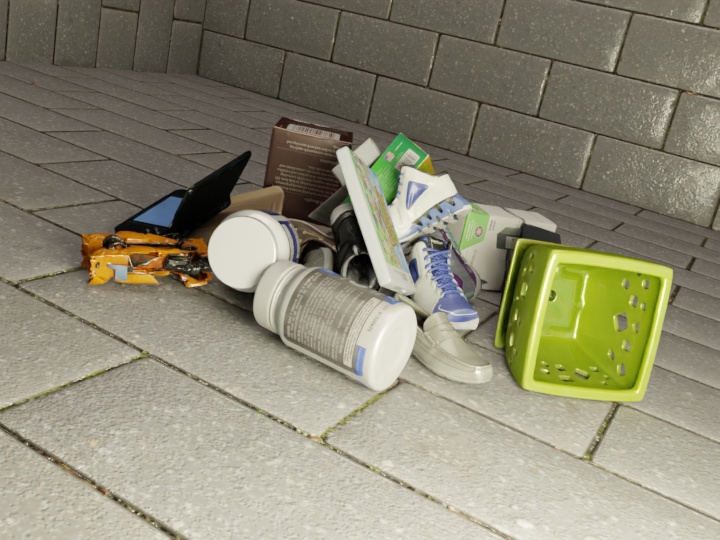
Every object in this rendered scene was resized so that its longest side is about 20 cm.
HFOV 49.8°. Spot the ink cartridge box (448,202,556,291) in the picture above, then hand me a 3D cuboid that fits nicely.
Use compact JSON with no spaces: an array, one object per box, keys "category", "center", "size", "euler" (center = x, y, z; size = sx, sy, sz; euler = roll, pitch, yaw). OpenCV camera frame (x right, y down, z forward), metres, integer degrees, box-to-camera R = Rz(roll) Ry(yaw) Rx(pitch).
[{"category":"ink cartridge box","center":[0.261,-0.043,1.496],"size":[0.196,0.148,0.084],"euler":[6,18,-21]}]

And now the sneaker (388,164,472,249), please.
[{"category":"sneaker","center":[0.077,-0.109,1.290],"size":[0.197,0.117,0.080],"euler":[-25,-13,14]}]

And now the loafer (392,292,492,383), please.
[{"category":"loafer","center":[0.104,0.094,1.082],"size":[0.069,0.071,0.198],"euler":[-4,24,-46]}]

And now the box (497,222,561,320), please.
[{"category":"box","center":[0.299,0.011,1.363],"size":[0.077,0.144,0.200],"euler":[15,18,9]}]

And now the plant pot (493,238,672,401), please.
[{"category":"plant pot","center":[0.309,0.060,1.142],"size":[0.195,0.204,0.182],"euler":[8,12,-13]}]

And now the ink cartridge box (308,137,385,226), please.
[{"category":"ink cartridge box","center":[-0.009,-0.156,1.467],"size":[0.044,0.173,0.200],"euler":[55,12,15]}]

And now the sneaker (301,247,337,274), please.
[{"category":"sneaker","center":[-0.078,0.012,1.204],"size":[0.078,0.076,0.201],"euler":[4,19,-9]}]

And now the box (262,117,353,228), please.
[{"category":"box","center":[-0.111,-0.193,1.598],"size":[0.162,0.204,0.165],"euler":[12,17,-4]}]

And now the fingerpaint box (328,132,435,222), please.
[{"category":"fingerpaint box","center":[0.045,-0.126,1.406],"size":[0.073,0.201,0.167],"euler":[40,-1,17]}]

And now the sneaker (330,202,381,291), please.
[{"category":"sneaker","center":[0.000,0.000,1.198],"size":[0.074,0.202,0.115],"euler":[-13,48,2]}]

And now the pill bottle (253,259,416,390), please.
[{"category":"pill bottle","center":[-0.036,0.064,1.000],"size":[0.197,0.116,0.113],"euler":[23,20,28]}]

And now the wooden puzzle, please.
[{"category":"wooden puzzle","center":[-0.226,-0.091,1.393],"size":[0.181,0.038,0.201],"euler":[-14,22,1]}]

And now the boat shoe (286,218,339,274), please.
[{"category":"boat shoe","center":[-0.091,-0.037,1.351],"size":[0.197,0.073,0.059],"euler":[23,15,10]}]

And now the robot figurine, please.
[{"category":"robot figurine","center":[-0.306,-0.017,1.148],"size":[0.196,0.059,0.145],"euler":[3,20,-28]}]

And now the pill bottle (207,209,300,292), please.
[{"category":"pill bottle","center":[-0.153,-0.030,1.122],"size":[0.113,0.118,0.200],"euler":[13,4,2]}]

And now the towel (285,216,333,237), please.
[{"category":"towel","center":[-0.120,-0.065,1.479],"size":[0.196,0.035,0.133],"euler":[15,18,-1]}]

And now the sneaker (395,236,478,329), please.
[{"category":"sneaker","center":[0.117,0.012,1.244],"size":[0.079,0.118,0.199],"euler":[2,19,-24]}]

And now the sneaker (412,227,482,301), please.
[{"category":"sneaker","center":[0.131,-0.026,1.371],"size":[0.201,0.075,0.087],"euler":[50,38,15]}]

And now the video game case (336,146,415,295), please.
[{"category":"video game case","center":[0.026,-0.067,1.146],"size":[0.022,0.204,0.182],"euler":[-21,-11,12]}]

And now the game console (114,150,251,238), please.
[{"category":"game console","center":[-0.300,-0.132,1.317],"size":[0.172,0.119,0.200],"euler":[11,29,20]}]
